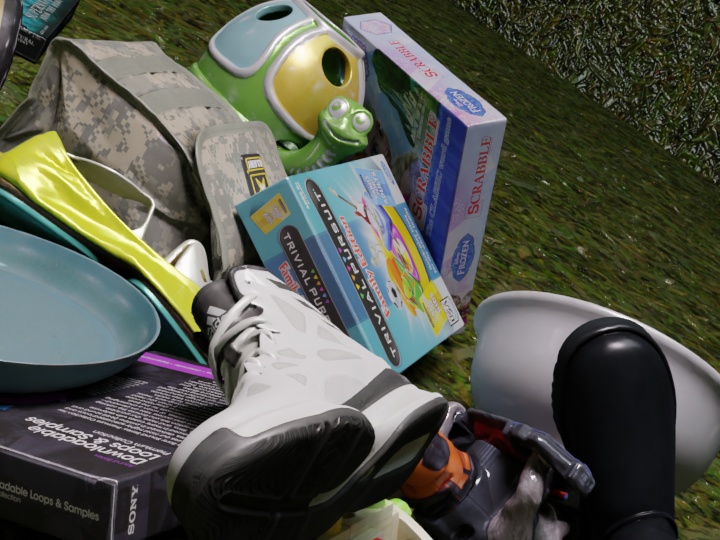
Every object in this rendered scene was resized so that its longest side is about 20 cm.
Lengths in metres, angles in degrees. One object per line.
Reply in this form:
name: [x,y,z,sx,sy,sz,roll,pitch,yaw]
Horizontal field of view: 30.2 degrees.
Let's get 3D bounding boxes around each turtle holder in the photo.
turtle holder: [-0.063,-0.144,1.074,0.141,0.132,0.186,39,10,-11]

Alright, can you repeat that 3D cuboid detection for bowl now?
bowl: [0.153,0.105,0.911,0.199,0.091,0.201,24,-20,9]

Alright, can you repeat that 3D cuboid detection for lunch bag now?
lunch bag: [-0.134,-0.069,0.954,0.200,0.118,0.164,40,17,7]

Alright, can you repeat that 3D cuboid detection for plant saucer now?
plant saucer: [-0.199,0.014,0.666,0.198,0.028,0.200,18,15,-5]

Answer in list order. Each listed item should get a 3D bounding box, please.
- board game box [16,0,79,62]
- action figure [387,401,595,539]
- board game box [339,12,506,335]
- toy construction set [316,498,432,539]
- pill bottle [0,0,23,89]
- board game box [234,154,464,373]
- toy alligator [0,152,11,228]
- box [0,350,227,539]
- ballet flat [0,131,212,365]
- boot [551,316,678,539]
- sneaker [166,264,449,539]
board game box: [-0.346,-0.263,1.269,0.134,0.028,0.200,27,18,-13]
action figure: [0.039,0.122,0.805,0.192,0.105,0.200,33,-10,-13]
board game box: [0.036,-0.081,1.113,0.041,0.202,0.200,-11,37,-27]
toy construction set: [0.002,0.148,0.622,0.130,0.093,0.199,12,-1,30]
pill bottle: [-0.344,-0.179,0.915,0.198,0.113,0.112,19,21,-31]
board game box: [0.000,0.000,0.968,0.152,0.047,0.200,64,21,0]
toy alligator: [-0.228,-0.035,0.823,0.199,0.060,0.054,29,-27,-25]
box: [-0.108,0.078,0.635,0.141,0.037,0.199,10,8,29]
ballet flat: [-0.132,-0.007,0.790,0.200,0.067,0.067,42,61,-2]
boot: [0.172,0.147,0.761,0.075,0.202,0.168,-11,25,-6]
sneaker: [-0.048,0.055,0.561,0.115,0.076,0.200,36,14,19]
